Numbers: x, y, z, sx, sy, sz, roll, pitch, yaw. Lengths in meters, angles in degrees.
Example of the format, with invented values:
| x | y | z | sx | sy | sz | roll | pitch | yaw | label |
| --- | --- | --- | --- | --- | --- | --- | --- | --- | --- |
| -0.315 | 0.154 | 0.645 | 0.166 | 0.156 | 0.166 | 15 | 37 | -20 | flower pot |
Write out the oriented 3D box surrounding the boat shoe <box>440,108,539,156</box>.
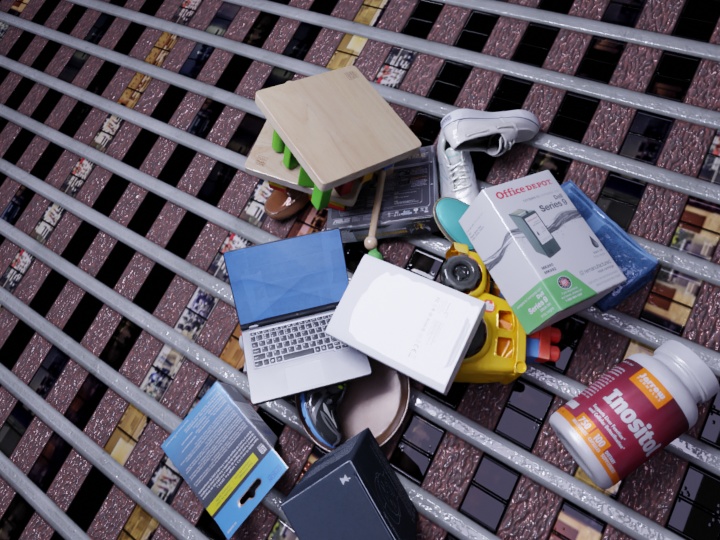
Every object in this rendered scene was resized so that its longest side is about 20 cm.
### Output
| x | y | z | sx | sy | sz | roll | pitch | yaw | label |
| --- | --- | --- | --- | --- | --- | --- | --- | --- | --- |
| 0.227 | -0.227 | 0.888 | 0.197 | 0.072 | 0.067 | -4 | 70 | -31 | boat shoe |

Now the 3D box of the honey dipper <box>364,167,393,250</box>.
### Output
| x | y | z | sx | sy | sz | roll | pitch | yaw | label |
| --- | --- | --- | --- | --- | --- | --- | --- | --- | --- |
| 0.031 | -0.125 | 0.899 | 0.037 | 0.038 | 0.204 | 1 | 65 | 17 | honey dipper |

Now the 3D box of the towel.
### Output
| x | y | z | sx | sy | sz | roll | pitch | yaw | label |
| --- | --- | --- | --- | --- | --- | --- | --- | --- | --- |
| 0.355 | -0.041 | 0.831 | 0.111 | 0.049 | 0.201 | -37 | 65 | 3 | towel |

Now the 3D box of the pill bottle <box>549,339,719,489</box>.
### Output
| x | y | z | sx | sy | sz | roll | pitch | yaw | label |
| --- | --- | --- | --- | --- | --- | --- | --- | --- | --- |
| 0.366 | 0.187 | 0.708 | 0.199 | 0.113 | 0.114 | -38 | 64 | 1 | pill bottle |

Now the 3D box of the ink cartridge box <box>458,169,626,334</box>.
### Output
| x | y | z | sx | sy | sz | roll | pitch | yaw | label |
| --- | --- | --- | --- | --- | --- | --- | --- | --- | --- |
| 0.257 | -0.032 | 0.763 | 0.144 | 0.084 | 0.202 | -18 | 68 | -27 | ink cartridge box |

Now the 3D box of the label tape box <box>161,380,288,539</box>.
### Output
| x | y | z | sx | sy | sz | roll | pitch | yaw | label |
| --- | --- | --- | --- | --- | --- | --- | --- | --- | --- |
| -0.215 | 0.309 | 0.875 | 0.199 | 0.063 | 0.145 | 40 | 85 | 25 | label tape box |

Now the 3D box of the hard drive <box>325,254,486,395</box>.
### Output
| x | y | z | sx | sy | sz | roll | pitch | yaw | label |
| --- | --- | --- | --- | --- | --- | --- | --- | --- | --- |
| 0.060 | 0.070 | 0.743 | 0.197 | 0.027 | 0.134 | 22 | 78 | 29 | hard drive |

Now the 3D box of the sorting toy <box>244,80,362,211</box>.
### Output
| x | y | z | sx | sy | sz | roll | pitch | yaw | label |
| --- | --- | --- | --- | --- | --- | --- | --- | --- | --- |
| -0.073 | -0.215 | 0.939 | 0.196 | 0.070 | 0.202 | 18 | 67 | 7 | sorting toy |

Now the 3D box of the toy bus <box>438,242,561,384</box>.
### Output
| x | y | z | sx | sy | sz | roll | pitch | yaw | label |
| --- | --- | --- | --- | --- | --- | --- | --- | --- | --- |
| 0.203 | 0.073 | 0.801 | 0.188 | 0.136 | 0.204 | 5 | 69 | 5 | toy bus |

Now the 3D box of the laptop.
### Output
| x | y | z | sx | sy | sz | roll | pitch | yaw | label |
| --- | --- | --- | --- | --- | --- | --- | --- | --- | --- |
| -0.095 | 0.066 | 0.793 | 0.183 | 0.117 | 0.203 | -12 | 54 | -8 | laptop |

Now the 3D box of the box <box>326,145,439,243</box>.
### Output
| x | y | z | sx | sy | sz | roll | pitch | yaw | label |
| --- | --- | --- | --- | --- | --- | --- | --- | --- | --- |
| 0.041 | -0.136 | 0.950 | 0.196 | 0.049 | 0.161 | -7 | 58 | 15 | box |

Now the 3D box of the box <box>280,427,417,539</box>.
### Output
| x | y | z | sx | sy | sz | roll | pitch | yaw | label |
| --- | --- | --- | --- | --- | --- | --- | --- | --- | --- |
| -0.004 | 0.322 | 0.710 | 0.106 | 0.200 | 0.150 | -32 | 81 | 3 | box |

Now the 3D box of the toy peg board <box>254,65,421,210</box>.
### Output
| x | y | z | sx | sy | sz | roll | pitch | yaw | label |
| --- | --- | --- | --- | --- | --- | --- | --- | --- | --- |
| -0.043 | -0.212 | 0.863 | 0.197 | 0.098 | 0.201 | -26 | 69 | -29 | toy peg board |

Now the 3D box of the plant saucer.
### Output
| x | y | z | sx | sy | sz | roll | pitch | yaw | label |
| --- | --- | --- | --- | --- | --- | --- | --- | --- | --- |
| -0.012 | 0.198 | 0.868 | 0.196 | 0.035 | 0.204 | -6 | 68 | 16 | plant saucer |

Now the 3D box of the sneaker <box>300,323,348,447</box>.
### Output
| x | y | z | sx | sy | sz | roll | pitch | yaw | label |
| --- | --- | --- | --- | --- | --- | --- | --- | --- | --- |
| -0.047 | 0.171 | 0.831 | 0.081 | 0.071 | 0.204 | -12 | 65 | 20 | sneaker |

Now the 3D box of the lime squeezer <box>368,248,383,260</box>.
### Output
| x | y | z | sx | sy | sz | roll | pitch | yaw | label |
| --- | --- | --- | --- | --- | --- | --- | --- | --- | --- |
| 0.000 | 0.000 | 0.934 | 0.069 | 0.038 | 0.203 | 18 | 78 | 22 | lime squeezer |

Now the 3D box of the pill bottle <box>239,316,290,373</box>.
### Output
| x | y | z | sx | sy | sz | roll | pitch | yaw | label |
| --- | --- | --- | --- | --- | --- | --- | --- | --- | --- |
| -0.144 | 0.079 | 0.909 | 0.110 | 0.113 | 0.204 | 3 | 71 | 18 | pill bottle |

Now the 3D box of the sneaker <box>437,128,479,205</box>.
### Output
| x | y | z | sx | sy | sz | roll | pitch | yaw | label |
| --- | --- | --- | --- | --- | --- | --- | --- | --- | --- |
| 0.166 | -0.169 | 0.921 | 0.069 | 0.080 | 0.204 | -13 | 69 | 10 | sneaker |

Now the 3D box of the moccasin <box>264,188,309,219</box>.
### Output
| x | y | z | sx | sy | sz | roll | pitch | yaw | label |
| --- | --- | --- | --- | --- | --- | --- | --- | --- | --- |
| -0.108 | -0.180 | 1.011 | 0.200 | 0.078 | 0.074 | -40 | 64 | 0 | moccasin |

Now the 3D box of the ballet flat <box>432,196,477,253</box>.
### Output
| x | y | z | sx | sy | sz | roll | pitch | yaw | label |
| --- | --- | --- | --- | --- | --- | --- | --- | --- | --- |
| 0.201 | -0.046 | 0.862 | 0.198 | 0.071 | 0.071 | 35 | 83 | 13 | ballet flat |
